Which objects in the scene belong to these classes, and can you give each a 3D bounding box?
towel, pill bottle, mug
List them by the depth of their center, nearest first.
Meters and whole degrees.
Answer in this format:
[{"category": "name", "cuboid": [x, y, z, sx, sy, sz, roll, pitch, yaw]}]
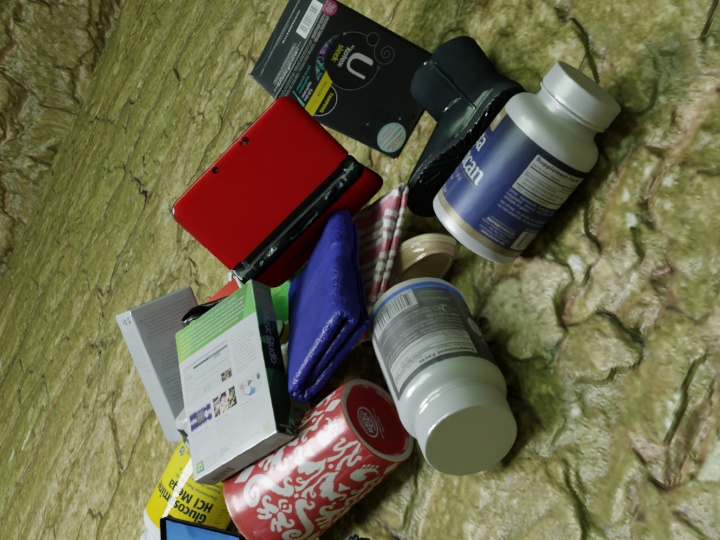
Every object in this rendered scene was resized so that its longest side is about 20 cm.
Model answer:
[{"category": "pill bottle", "cuboid": [0.084, 0.107, 1.117, 0.114, 0.114, 0.200, -53, 32, 23]}, {"category": "pill bottle", "cuboid": [0.175, -0.114, 1.128, 0.200, 0.111, 0.111, -53, 32, 23]}, {"category": "mug", "cuboid": [-0.058, 0.205, 1.236, 0.200, 0.178, 0.133, -42, -5, 30]}, {"category": "towel", "cuboid": [-0.038, 0.040, 1.245, 0.200, 0.050, 0.148, -93, 28, -53]}, {"category": "towel", "cuboid": [0.000, 0.000, 1.286, 0.146, 0.030, 0.200, -27, 45, 65]}, {"category": "pill bottle", "cuboid": [-0.224, 0.312, 1.476, 0.200, 0.112, 0.112, -62, 29, 8]}]

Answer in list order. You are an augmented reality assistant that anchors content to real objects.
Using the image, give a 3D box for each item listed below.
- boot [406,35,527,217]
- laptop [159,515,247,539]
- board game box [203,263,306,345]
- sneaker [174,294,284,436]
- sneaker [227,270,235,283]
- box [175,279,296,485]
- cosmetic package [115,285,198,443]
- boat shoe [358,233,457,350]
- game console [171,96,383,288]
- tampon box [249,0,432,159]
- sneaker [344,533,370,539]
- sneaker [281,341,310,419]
[{"category": "boot", "cuboid": [0.104, -0.178, 1.322, 0.200, 0.076, 0.168, -51, 36, 13]}, {"category": "laptop", "cuboid": [-0.162, 0.403, 1.250, 0.200, 0.103, 0.177, -128, 35, -58]}, {"category": "board game box", "cuboid": [-0.123, 0.070, 1.465, 0.200, 0.040, 0.153, -38, 82, 41]}, {"category": "sneaker", "cuboid": [-0.202, 0.113, 1.405, 0.201, 0.115, 0.076, -51, 15, 6]}, {"category": "sneaker", "cuboid": [-0.183, 0.075, 1.640, 0.091, 0.078, 0.200, 160, 128, -81]}, {"category": "box", "cuboid": [-0.149, 0.130, 1.264, 0.144, 0.036, 0.200, -33, 55, 31]}, {"category": "cosmetic package", "cuboid": [-0.258, 0.134, 1.542, 0.071, 0.101, 0.200, -16, 96, 59]}, {"category": "boat shoe", "cuboid": [0.053, 0.028, 1.277, 0.200, 0.071, 0.065, -49, 36, 46]}, {"category": "game console", "cuboid": [-0.095, -0.088, 1.305, 0.200, 0.172, 0.119, -43, 76, 9]}, {"category": "tampon box", "cuboid": [-0.017, -0.269, 1.461, 0.150, 0.200, 0.126, -61, 30, 12]}, {"category": "sneaker", "cuboid": [0.021, 0.343, 1.098, 0.091, 0.066, 0.200, -62, 32, 4]}, {"category": "sneaker", "cuboid": [-0.091, 0.125, 1.389, 0.087, 0.074, 0.200, 52, 125, 43]}]
